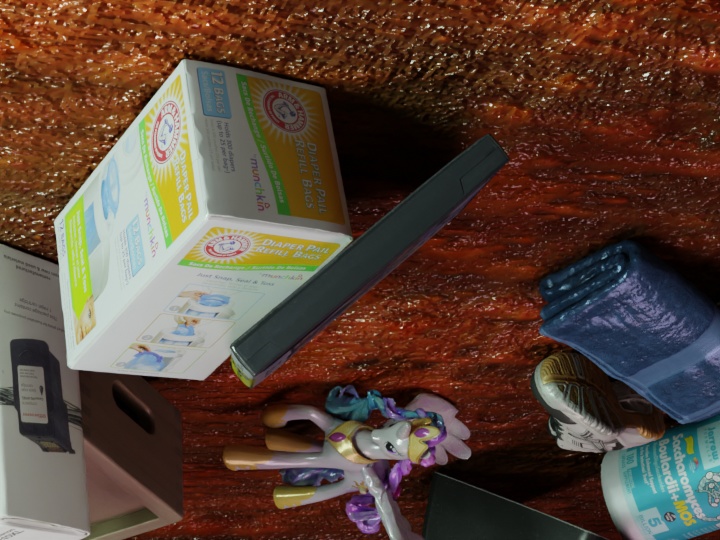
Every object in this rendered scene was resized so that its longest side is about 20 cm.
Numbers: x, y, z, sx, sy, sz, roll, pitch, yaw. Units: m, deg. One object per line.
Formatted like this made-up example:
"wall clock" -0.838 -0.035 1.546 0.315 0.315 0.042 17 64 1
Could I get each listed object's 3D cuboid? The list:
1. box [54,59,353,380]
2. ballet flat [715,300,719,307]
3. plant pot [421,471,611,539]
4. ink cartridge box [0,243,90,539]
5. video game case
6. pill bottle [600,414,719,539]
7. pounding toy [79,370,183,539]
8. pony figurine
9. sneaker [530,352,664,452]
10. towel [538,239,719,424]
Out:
"box" -0.103 -0.026 1.021 0.101 0.114 0.200 8 149 -33
"ballet flat" 0.348 0.036 1.372 0.069 0.070 0.199 11 154 -37
"plant pot" 0.168 0.338 1.688 0.198 0.179 0.200 17 173 36
"ink cartridge box" -0.268 0.104 1.126 0.144 0.202 0.084 -26 149 31
"video game case" 0.000 0.000 1.037 0.200 0.026 0.181 -40 178 -8
"pill bottle" 0.351 0.204 1.648 0.199 0.112 0.111 -24 151 25
"pounding toy" -0.248 0.140 1.316 0.182 0.143 0.200 -19 142 17
"pony figurine" 0.006 0.174 1.454 0.198 0.168 0.193 -4 150 25
"sneaker" 0.199 0.134 1.493 0.087 0.076 0.199 -25 150 29
"towel" 0.241 0.055 1.313 0.199 0.049 0.111 35 133 -30
